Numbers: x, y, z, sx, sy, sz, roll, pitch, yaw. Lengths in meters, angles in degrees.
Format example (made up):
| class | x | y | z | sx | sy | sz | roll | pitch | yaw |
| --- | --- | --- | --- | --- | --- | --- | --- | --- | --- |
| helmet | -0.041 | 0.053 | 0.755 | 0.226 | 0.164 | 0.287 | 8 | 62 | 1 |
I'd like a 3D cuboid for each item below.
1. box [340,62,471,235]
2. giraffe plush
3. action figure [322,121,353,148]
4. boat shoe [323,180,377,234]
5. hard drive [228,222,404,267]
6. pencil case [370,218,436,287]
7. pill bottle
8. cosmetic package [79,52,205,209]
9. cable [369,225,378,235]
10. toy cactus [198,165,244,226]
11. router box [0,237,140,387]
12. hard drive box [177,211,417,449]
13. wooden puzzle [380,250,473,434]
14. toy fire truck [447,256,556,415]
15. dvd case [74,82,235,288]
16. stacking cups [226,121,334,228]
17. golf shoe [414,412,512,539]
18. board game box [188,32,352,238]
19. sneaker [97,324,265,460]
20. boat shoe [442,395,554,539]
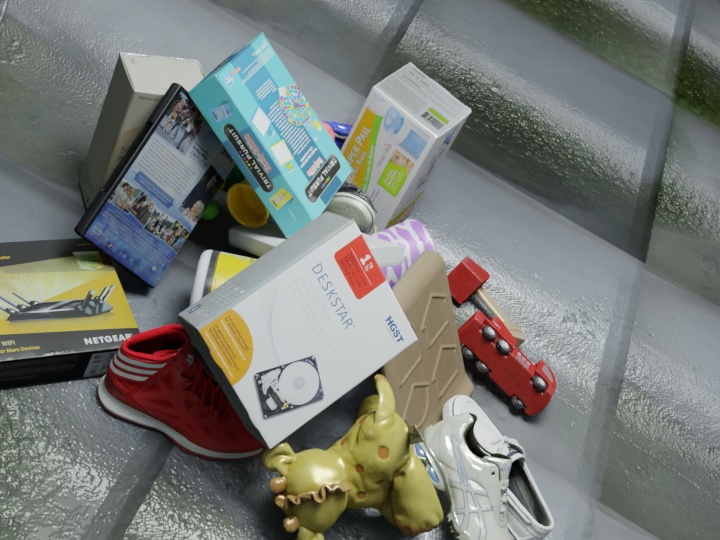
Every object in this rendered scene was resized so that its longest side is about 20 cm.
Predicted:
| class | x | y | z | sx | sy | sz | roll | pitch | yaw |
| --- | --- | --- | --- | --- | --- | --- | --- | --- | --- |
| box | 0.043 | -0.156 | 1.699 | 0.112 | 0.201 | 0.101 | 39 | 41 | 11 |
| giraffe plush | -0.016 | 0.224 | 1.353 | 0.160 | 0.201 | 0.174 | -24 | 67 | -10 |
| action figure | -0.083 | -0.208 | 1.774 | 0.199 | 0.065 | 0.100 | -19 | 71 | -43 |
| boat shoe | -0.018 | -0.081 | 1.601 | 0.074 | 0.200 | 0.063 | 39 | 80 | -7 |
| hard drive | -0.055 | -0.030 | 1.489 | 0.130 | 0.027 | 0.199 | -6 | 14 | -29 |
| pencil case | 0.000 | 0.000 | 1.584 | 0.198 | 0.085 | 0.085 | -19 | 37 | -24 |
| pill bottle | -0.096 | 0.049 | 1.458 | 0.197 | 0.113 | 0.113 | 12 | 44 | -5 |
| cosmetic package | -0.258 | -0.154 | 1.509 | 0.102 | 0.201 | 0.074 | 0 | 47 | -30 |
| cable | 0.026 | 0.023 | 1.630 | 0.096 | 0.050 | 0.202 | 23 | 42 | -17 |
| toy cactus | -0.182 | -0.116 | 1.624 | 0.163 | 0.103 | 0.201 | 19 | 42 | 13 |
| router box | -0.353 | 0.043 | 1.375 | 0.198 | 0.052 | 0.158 | -5 | 53 | -35 |
| hard drive box | -0.064 | 0.060 | 1.329 | 0.199 | 0.077 | 0.157 | -36 | 110 | -15 |
| wooden puzzle | 0.064 | 0.104 | 1.521 | 0.046 | 0.202 | 0.185 | -2 | 28 | 31 |
| toy fire truck | 0.180 | 0.085 | 1.659 | 0.200 | 0.049 | 0.141 | 45 | 26 | -1 |
| dvd case | -0.225 | -0.094 | 1.443 | 0.017 | 0.201 | 0.143 | 26 | -10 | 37 |
| stacking cups | -0.088 | -0.123 | 1.576 | 0.060 | 0.061 | 0.200 | 37 | 42 | 6 |
| golf shoe | 0.139 | 0.254 | 1.422 | 0.201 | 0.097 | 0.078 | 57 | 13 | 7 |
| board game box | -0.101 | -0.160 | 1.483 | 0.201 | 0.047 | 0.151 | 56 | 30 | -15 |
| sneaker | -0.174 | 0.130 | 1.355 | 0.198 | 0.116 | 0.079 | 17 | 44 | -15 |
| boat shoe | 0.168 | 0.228 | 1.498 | 0.073 | 0.065 | 0.201 | -12 | 65 | -44 |
